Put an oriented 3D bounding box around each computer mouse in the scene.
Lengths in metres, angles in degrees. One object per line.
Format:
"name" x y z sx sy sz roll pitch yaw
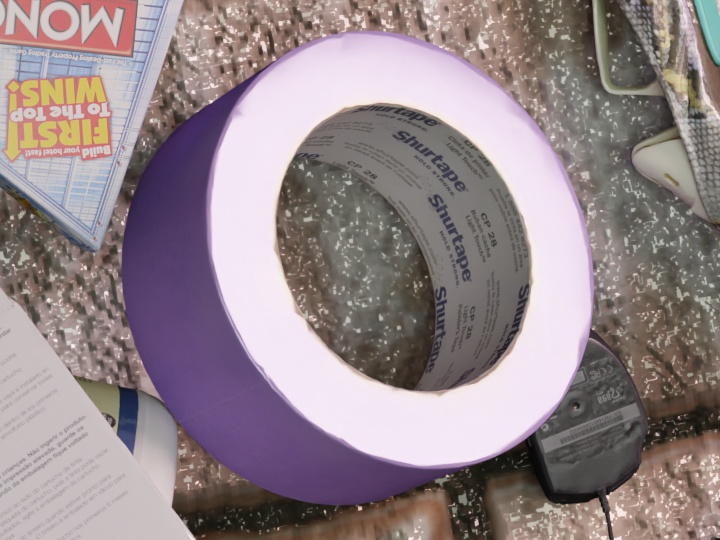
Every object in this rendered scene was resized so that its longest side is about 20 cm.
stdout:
"computer mouse" 0.117 0.115 1.432 0.059 0.034 0.200 -18 102 -10

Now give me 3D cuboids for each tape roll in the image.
"tape roll" 0.000 0.000 1.335 0.200 0.085 0.200 10 71 -30

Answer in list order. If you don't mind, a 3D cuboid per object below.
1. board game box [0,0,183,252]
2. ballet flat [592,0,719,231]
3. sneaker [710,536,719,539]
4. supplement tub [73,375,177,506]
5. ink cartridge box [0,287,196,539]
"board game box" -0.159 -0.112 1.299 0.200 0.062 0.200 5 90 -11
"ballet flat" 0.154 -0.082 1.415 0.072 0.072 0.200 -22 96 -8
"sneaker" 0.167 0.217 1.395 0.090 0.066 0.200 26 104 20
"supplement tub" -0.192 0.104 1.317 0.200 0.145 0.145 14 90 -10
"ink cartridge box" -0.188 0.113 1.216 0.196 0.043 0.200 -35 82 -20
